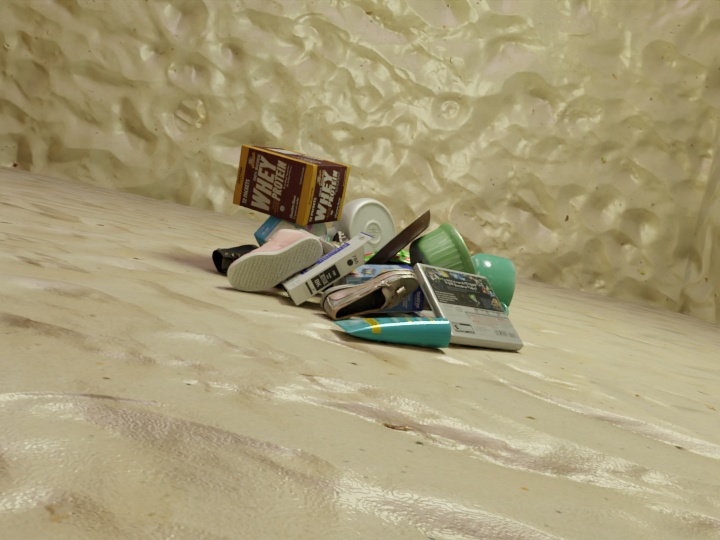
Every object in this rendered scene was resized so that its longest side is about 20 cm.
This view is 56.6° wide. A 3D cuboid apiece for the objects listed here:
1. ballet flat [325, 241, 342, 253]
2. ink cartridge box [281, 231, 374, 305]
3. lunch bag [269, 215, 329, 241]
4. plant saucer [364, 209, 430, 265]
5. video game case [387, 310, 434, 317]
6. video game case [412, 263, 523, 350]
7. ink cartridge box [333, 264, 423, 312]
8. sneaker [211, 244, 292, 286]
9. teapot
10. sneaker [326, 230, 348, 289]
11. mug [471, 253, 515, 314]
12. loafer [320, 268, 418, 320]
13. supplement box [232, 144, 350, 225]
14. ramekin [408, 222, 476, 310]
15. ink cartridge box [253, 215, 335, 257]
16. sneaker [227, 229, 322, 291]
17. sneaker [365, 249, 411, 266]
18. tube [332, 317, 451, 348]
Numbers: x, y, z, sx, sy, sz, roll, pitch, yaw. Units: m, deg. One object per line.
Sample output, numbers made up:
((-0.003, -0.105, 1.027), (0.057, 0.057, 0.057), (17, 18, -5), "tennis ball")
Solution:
((0.000, 0.000, 1.475), (0.199, 0.047, 0.067), (43, -18, -15), "ballet flat")
((-0.059, -0.006, 1.318), (0.197, 0.040, 0.099), (-33, 15, -8), "ink cartridge box")
((-0.159, -0.063, 1.660), (0.156, 0.079, 0.201), (15, -26, -2), "lunch bag")
((0.089, -0.063, 1.518), (0.032, 0.199, 0.200), (49, 8, 1), "plant saucer")
((0.182, 0.112, 1.360), (0.196, 0.024, 0.180), (8, 8, -40), "video game case")
((0.209, 0.072, 1.305), (0.196, 0.024, 0.184), (10, 42, -35), "video game case")
((0.050, 0.035, 1.374), (0.194, 0.079, 0.136), (1, 11, -13), "ink cartridge box")
((-0.235, -0.006, 1.441), (0.104, 0.077, 0.197), (-8, 16, -41), "sneaker")
((-0.007, -0.093, 1.779), (0.144, 0.200, 0.200), (-5, -44, 50), "teapot")
((-0.067, -0.021, 1.586), (0.113, 0.077, 0.201), (-26, 29, -3), "sneaker")
((0.322, 0.037, 1.725), (0.111, 0.156, 0.185), (12, 5, -11), "mug")
((0.025, 0.053, 1.249), (0.195, 0.074, 0.063), (-14, 31, -16), "loafer")
((-0.157, -0.200, 1.560), (0.193, 0.136, 0.199), (18, 14, 21), "supplement box")
((0.185, 0.004, 1.524), (0.095, 0.205, 0.200), (-20, 12, -8), "ramekin")
((-0.134, -0.031, 1.481), (0.197, 0.067, 0.117), (26, -29, 34), "ink cartridge box")
((-0.179, -0.024, 1.346), (0.196, 0.077, 0.104), (-22, 25, -16), "sneaker")
((0.046, -0.001, 1.651), (0.195, 0.086, 0.077), (-10, 20, 20), "sneaker")
((0.055, 0.101, 1.123), (0.194, 0.052, 0.077), (5, 0, -19), "tube")
